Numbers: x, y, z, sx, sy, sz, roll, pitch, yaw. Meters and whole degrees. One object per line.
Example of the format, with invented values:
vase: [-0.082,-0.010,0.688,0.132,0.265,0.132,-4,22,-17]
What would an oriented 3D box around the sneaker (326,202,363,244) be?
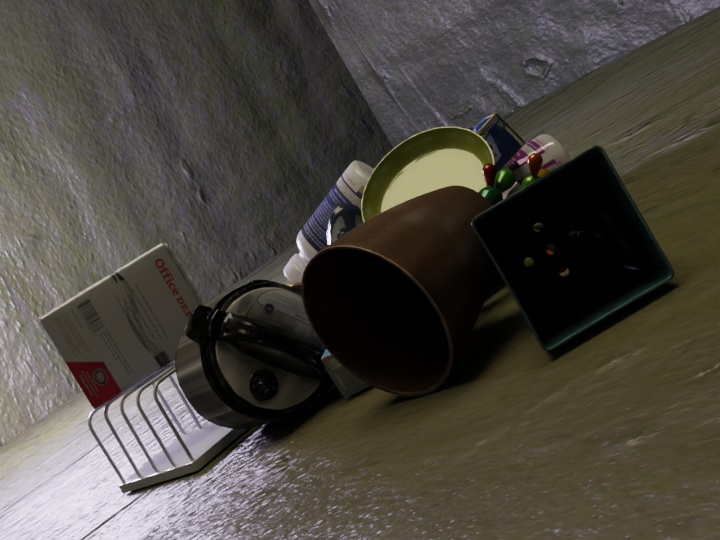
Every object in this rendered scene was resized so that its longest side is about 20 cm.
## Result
sneaker: [0.000,0.000,1.701,0.069,0.202,0.082,-9,-6,-13]

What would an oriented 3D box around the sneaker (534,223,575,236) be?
sneaker: [0.232,-0.065,1.658,0.115,0.075,0.200,-35,8,-9]

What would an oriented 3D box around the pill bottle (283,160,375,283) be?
pill bottle: [-0.025,-0.054,1.853,0.201,0.111,0.111,-52,2,13]

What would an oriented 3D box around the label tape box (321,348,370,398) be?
label tape box: [0.061,0.062,1.501,0.199,0.066,0.143,-26,13,19]

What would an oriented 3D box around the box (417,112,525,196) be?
box: [0.139,-0.128,1.751,0.200,0.064,0.070,-48,7,-6]

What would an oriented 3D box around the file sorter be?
file sorter: [-0.260,0.200,1.692,0.199,0.125,0.139,-24,9,47]

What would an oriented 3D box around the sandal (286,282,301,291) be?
sandal: [-0.120,0.065,1.816,0.077,0.070,0.213,-6,-39,-17]

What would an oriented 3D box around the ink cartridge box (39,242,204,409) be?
ink cartridge box: [-0.313,0.073,1.698,0.199,0.146,0.083,-31,3,-4]

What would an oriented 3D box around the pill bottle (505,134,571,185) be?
pill bottle: [0.219,-0.106,1.832,0.199,0.113,0.112,-31,7,-5]

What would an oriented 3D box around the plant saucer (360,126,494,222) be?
plant saucer: [0.095,-0.107,1.680,0.198,0.031,0.201,-17,50,21]

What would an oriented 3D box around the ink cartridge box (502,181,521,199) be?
ink cartridge box: [0.135,-0.024,1.656,0.174,0.044,0.200,-50,8,-17]

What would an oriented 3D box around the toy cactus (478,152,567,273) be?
toy cactus: [0.163,-0.062,1.493,0.163,0.103,0.201,-8,49,-1]

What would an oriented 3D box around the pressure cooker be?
pressure cooker: [-0.127,0.107,1.552,0.175,0.180,0.200,-22,-2,-26]

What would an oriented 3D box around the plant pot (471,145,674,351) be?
plant pot: [0.201,-0.023,1.238,0.141,0.142,0.200,-30,-1,4]

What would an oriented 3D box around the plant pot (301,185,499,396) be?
plant pot: [0.067,0.000,1.337,0.186,0.188,0.200,-23,17,48]
